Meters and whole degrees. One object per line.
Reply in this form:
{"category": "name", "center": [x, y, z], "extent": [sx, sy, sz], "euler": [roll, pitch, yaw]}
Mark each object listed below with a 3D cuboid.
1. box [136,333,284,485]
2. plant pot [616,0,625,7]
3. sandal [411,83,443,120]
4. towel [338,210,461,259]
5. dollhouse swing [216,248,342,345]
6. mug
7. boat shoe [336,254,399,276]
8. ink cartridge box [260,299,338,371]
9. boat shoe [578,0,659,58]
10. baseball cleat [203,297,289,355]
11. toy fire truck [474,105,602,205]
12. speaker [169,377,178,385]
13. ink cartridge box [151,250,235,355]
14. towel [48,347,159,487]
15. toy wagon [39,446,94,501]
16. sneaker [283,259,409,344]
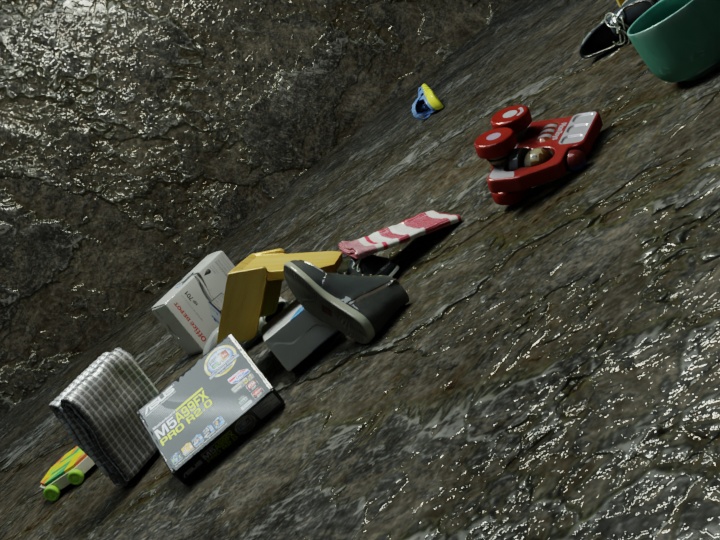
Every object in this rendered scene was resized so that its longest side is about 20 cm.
{"category": "box", "center": [-0.238, 0.216, 1.545], "extent": [0.200, 0.044, 0.160], "euler": [-39, 45, -6]}
{"category": "plant pot", "center": [0.644, -0.684, 2.091], "extent": [0.200, 0.196, 0.194], "euler": [-30, 13, -3]}
{"category": "sandal", "center": [0.186, -0.495, 2.899], "extent": [0.087, 0.080, 0.200], "euler": [-39, 11, 11]}
{"category": "towel", "center": [0.067, -0.067, 1.750], "extent": [0.199, 0.023, 0.144], "euler": [-21, 11, -12]}
{"category": "dollhouse swing", "center": [-0.136, 0.050, 1.727], "extent": [0.200, 0.175, 0.182], "euler": [-66, -13, -79]}
{"category": "mug", "center": [0.519, -0.371, 1.505], "extent": [0.185, 0.115, 0.152], "euler": [-34, 13, 13]}
{"category": "boat shoe", "center": [0.000, 0.000, 1.758], "extent": [0.076, 0.060, 0.200], "euler": [-45, 15, -26]}
{"category": "ink cartridge box", "center": [-0.105, 0.098, 1.670], "extent": [0.115, 0.068, 0.200], "euler": [-39, 7, -4]}
{"category": "boat shoe", "center": [0.523, -0.495, 1.995], "extent": [0.200, 0.075, 0.062], "euler": [-24, 18, 51]}
{"category": "baseball cleat", "center": [-0.229, 0.117, 1.957], "extent": [0.200, 0.070, 0.106], "euler": [-43, 13, -14]}
{"category": "toy fire truck", "center": [0.288, -0.191, 1.570], "extent": [0.167, 0.112, 0.200], "euler": [-6, 31, 33]}
{"category": "speaker", "center": [-0.266, 0.212, 1.703], "extent": [0.200, 0.089, 0.088], "euler": [-22, 20, 50]}
{"category": "ink cartridge box", "center": [-0.360, 0.075, 2.278], "extent": [0.086, 0.147, 0.200], "euler": [-17, 25, 53]}
{"category": "towel", "center": [-0.424, 0.258, 1.728], "extent": [0.085, 0.200, 0.166], "euler": [-23, 19, 36]}
{"category": "toy wagon", "center": [-0.569, 0.389, 2.018], "extent": [0.200, 0.040, 0.155], "euler": [-34, 14, 17]}
{"category": "sneaker", "center": [-0.025, 0.030, 1.546], "extent": [0.106, 0.200, 0.075], "euler": [-38, -31, -30]}
